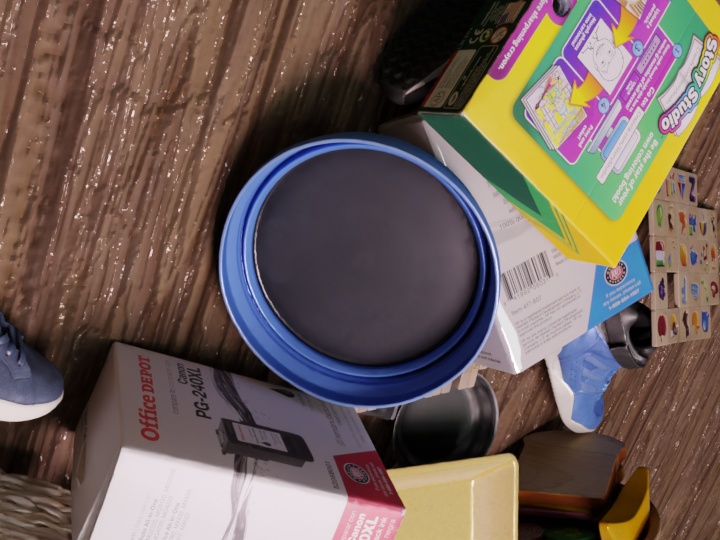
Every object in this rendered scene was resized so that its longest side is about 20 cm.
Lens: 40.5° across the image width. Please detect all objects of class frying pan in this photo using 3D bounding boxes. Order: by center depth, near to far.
[{"bbox_3d":[0.044,0.147,0.891,0.187,0.031,0.117,-5,104,-25],"label":"frying pan"}]

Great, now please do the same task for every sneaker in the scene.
[{"bbox_3d":[-0.235,0.016,0.565,0.085,0.075,0.200,-47,135,2],"label":"sneaker"},{"bbox_3d":[0.104,-0.177,0.716,0.200,0.070,0.090,-47,132,-7],"label":"sneaker"},{"bbox_3d":[0.244,0.089,0.958,0.077,0.110,0.201,-73,148,-44],"label":"sneaker"}]

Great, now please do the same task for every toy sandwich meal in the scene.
[{"bbox_3d":[0.202,0.231,0.963,0.203,0.204,0.071,-19,107,-28],"label":"toy sandwich meal"}]

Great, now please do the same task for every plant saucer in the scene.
[{"bbox_3d":[0.051,0.266,0.856,0.198,0.048,0.203,1,90,-35],"label":"plant saucer"}]

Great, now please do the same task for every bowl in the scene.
[{"bbox_3d":[0.000,0.000,0.685,0.039,0.197,0.203,-64,156,-63],"label":"bowl"}]

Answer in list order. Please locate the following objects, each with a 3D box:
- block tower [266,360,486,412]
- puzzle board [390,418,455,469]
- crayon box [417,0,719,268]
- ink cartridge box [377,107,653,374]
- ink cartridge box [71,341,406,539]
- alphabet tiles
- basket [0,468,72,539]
[{"bbox_3d":[0.021,0.076,0.819,0.198,0.058,0.055,-6,120,-34],"label":"block tower"},{"bbox_3d":[0.064,0.251,0.990,0.151,0.017,0.201,-43,135,-10],"label":"puzzle board"},{"bbox_3d":[0.157,-0.135,0.671,0.172,0.058,0.201,39,78,-30],"label":"crayon box"},{"bbox_3d":[0.120,-0.047,0.746,0.145,0.084,0.202,-26,103,-21],"label":"ink cartridge box"},{"bbox_3d":[-0.088,0.138,0.669,0.198,0.145,0.084,18,106,-23],"label":"ink cartridge box"},{"bbox_3d":[0.325,-0.015,0.973,0.199,0.007,0.170,1,88,-54],"label":"alphabet tiles"},{"bbox_3d":[-0.280,0.218,0.571,0.197,0.161,0.202,26,100,-29],"label":"basket"}]
